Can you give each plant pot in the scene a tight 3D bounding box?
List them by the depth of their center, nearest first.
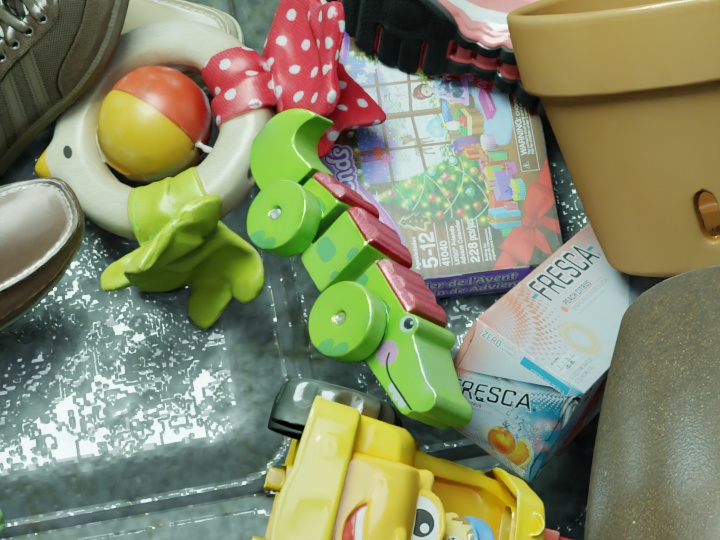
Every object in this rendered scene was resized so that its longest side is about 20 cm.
[{"bbox_3d":[0.182,0.105,1.038,0.186,0.187,0.201,-4,58,-2],"label":"plant pot"},{"bbox_3d":[0.183,-0.081,1.135,0.199,0.200,0.141,-12,101,-5],"label":"plant pot"}]

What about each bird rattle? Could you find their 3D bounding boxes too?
[{"bbox_3d":[-0.094,-0.078,1.222,0.163,0.113,0.201,27,88,24],"label":"bird rattle"}]

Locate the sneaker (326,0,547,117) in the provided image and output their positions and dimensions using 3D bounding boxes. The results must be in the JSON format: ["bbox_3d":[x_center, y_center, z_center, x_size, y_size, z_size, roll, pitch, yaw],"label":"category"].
[{"bbox_3d":[0.070,-0.154,1.265,0.199,0.074,0.087,23,58,0],"label":"sneaker"}]

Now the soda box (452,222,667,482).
[{"bbox_3d":[0.114,0.032,1.166,0.068,0.064,0.200,35,33,12],"label":"soda box"}]

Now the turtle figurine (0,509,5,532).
[{"bbox_3d":[-0.272,0.147,1.112,0.144,0.201,0.194,28,51,22],"label":"turtle figurine"}]

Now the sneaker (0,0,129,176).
[{"bbox_3d":[-0.201,-0.110,1.219,0.070,0.075,0.200,49,114,25],"label":"sneaker"}]

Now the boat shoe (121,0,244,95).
[{"bbox_3d":[-0.168,-0.137,1.290,0.199,0.065,0.073,3,68,1],"label":"boat shoe"}]

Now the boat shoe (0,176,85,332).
[{"bbox_3d":[-0.234,0.010,1.157,0.199,0.072,0.076,-31,84,-11],"label":"boat shoe"}]

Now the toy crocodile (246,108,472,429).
[{"bbox_3d":[0.000,0.000,1.107,0.062,0.067,0.200,-45,50,15],"label":"toy crocodile"}]

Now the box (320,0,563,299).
[{"bbox_3d":[0.036,-0.080,1.283,0.136,0.039,0.201,-7,68,-3],"label":"box"}]

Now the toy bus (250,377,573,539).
[{"bbox_3d":[0.034,0.143,1.106,0.191,0.200,0.136,16,82,0],"label":"toy bus"}]
